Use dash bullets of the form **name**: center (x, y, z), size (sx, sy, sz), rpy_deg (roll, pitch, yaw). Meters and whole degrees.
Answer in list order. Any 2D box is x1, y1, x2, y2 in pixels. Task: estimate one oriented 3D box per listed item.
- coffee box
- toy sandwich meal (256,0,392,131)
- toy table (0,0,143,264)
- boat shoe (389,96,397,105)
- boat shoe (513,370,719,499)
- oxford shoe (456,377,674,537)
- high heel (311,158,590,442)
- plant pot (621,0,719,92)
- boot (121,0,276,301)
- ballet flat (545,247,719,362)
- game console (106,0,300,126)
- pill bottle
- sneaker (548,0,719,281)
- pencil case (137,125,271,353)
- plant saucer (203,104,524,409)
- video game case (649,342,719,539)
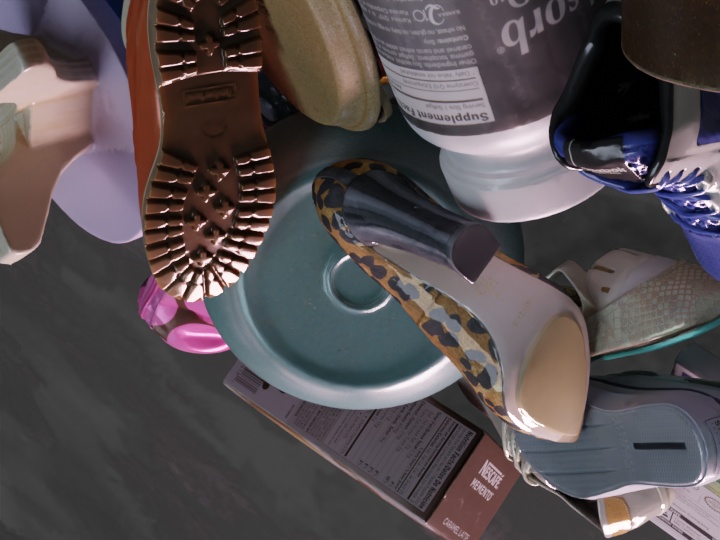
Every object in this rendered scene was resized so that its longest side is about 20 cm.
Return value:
- **coffee box**: center (0.010, 0.117, 1.137), size (0.200, 0.080, 0.114), rpy_deg (31, 173, 28)
- **toy sandwich meal**: center (-0.032, -0.171, 0.820), size (0.205, 0.070, 0.205), rpy_deg (53, 166, 19)
- **toy table**: center (-0.215, -0.101, 0.953), size (0.200, 0.117, 0.184), rpy_deg (55, 131, 10)
- **boat shoe**: center (0.017, -0.031, 0.988), size (0.076, 0.072, 0.200), rpy_deg (31, 153, 0)
- **boat shoe**: center (0.166, 0.096, 0.891), size (0.200, 0.067, 0.074), rpy_deg (1, 103, 63)
- **oxford shoe**: center (0.122, 0.113, 1.015), size (0.200, 0.058, 0.075), rpy_deg (35, 154, 46)
- **high heel**: center (0.053, 0.016, 0.863), size (0.143, 0.071, 0.200), rpy_deg (28, 159, 47)
- **plant pot**: center (0.165, -0.181, 0.485), size (0.187, 0.187, 0.200), rpy_deg (14, 123, 47)
- **boot**: center (-0.098, -0.086, 0.865), size (0.107, 0.075, 0.200), rpy_deg (-137, 46, -57)
- **ballet flat**: center (0.140, 0.020, 0.879), size (0.062, 0.067, 0.200), rpy_deg (59, 152, -2)
- **game console**: center (-0.142, -0.143, 0.996), size (0.200, 0.118, 0.171), rpy_deg (51, 164, -9)
- **pill bottle**: center (0.060, -0.130, 0.737), size (0.116, 0.116, 0.200), rpy_deg (17, 140, 45)
- **sneaker**: center (0.143, -0.061, 0.711), size (0.081, 0.115, 0.199), rpy_deg (20, 142, 43)
- **pencil case**: center (-0.094, -0.016, 1.012), size (0.091, 0.094, 0.200), rpy_deg (55, 148, 17)
- **plant saucer**: center (0.000, 0.000, 0.908), size (0.200, 0.200, 0.036), rpy_deg (56, -169, -17)
- **video game case**: center (0.264, 0.152, 0.922), size (0.200, 0.022, 0.182), rpy_deg (35, 150, 23)
